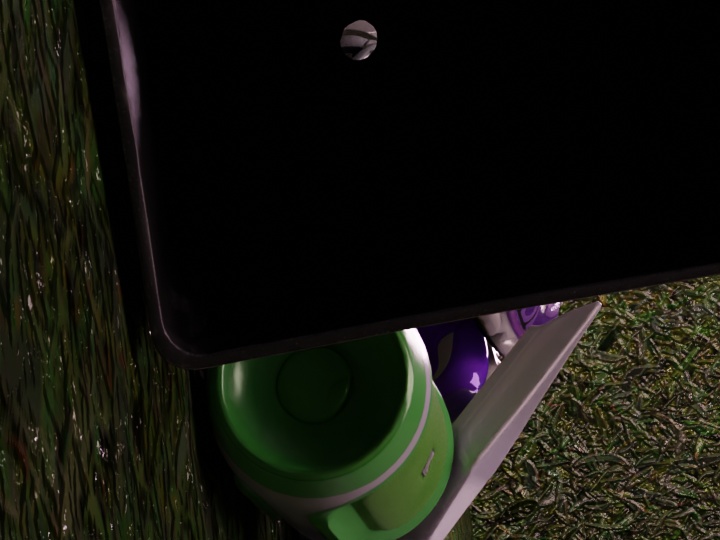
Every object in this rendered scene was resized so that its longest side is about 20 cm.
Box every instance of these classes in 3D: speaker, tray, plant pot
[{"bbox_3d":[-0.009,0.059,0.989,0.200,0.088,0.089,67,17,-77],"label":"speaker"},{"bbox_3d":[0.047,0.089,1.165,0.108,0.022,0.200,-50,172,-30],"label":"tray"},{"bbox_3d":[0.007,-0.104,0.840,0.177,0.198,0.201,-123,-157,-71],"label":"plant pot"}]

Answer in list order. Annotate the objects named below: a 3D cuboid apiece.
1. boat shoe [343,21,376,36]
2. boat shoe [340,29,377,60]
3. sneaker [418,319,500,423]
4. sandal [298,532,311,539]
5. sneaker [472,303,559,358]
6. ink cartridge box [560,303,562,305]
[{"bbox_3d":[0.004,-0.073,1.189,0.064,0.071,0.200,41,-1,26],"label":"boat shoe"},{"bbox_3d":[-0.006,-0.056,0.999,0.201,0.070,0.072,-105,-178,-76],"label":"boat shoe"},{"bbox_3d":[-0.001,0.000,1.246,0.100,0.069,0.200,49,9,-36],"label":"sneaker"},{"bbox_3d":[-0.012,0.081,1.201,0.076,0.043,0.201,-91,173,-56],"label":"sandal"},{"bbox_3d":[0.071,-0.027,1.167,0.081,0.083,0.200,60,-3,31],"label":"sneaker"},{"bbox_3d":[0.050,-0.088,1.686,0.148,0.144,0.201,77,6,-51],"label":"ink cartridge box"}]
